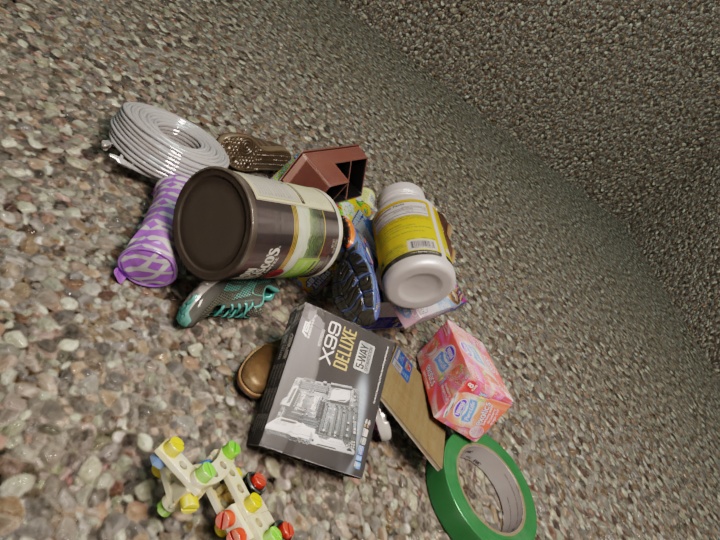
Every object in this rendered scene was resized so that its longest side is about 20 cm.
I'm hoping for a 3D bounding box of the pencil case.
[{"bbox_3d":[-0.294,-0.064,0.767,0.085,0.084,0.200,-4,40,0],"label":"pencil case"}]

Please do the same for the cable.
[{"bbox_3d":[-0.324,-0.214,0.884,0.200,0.069,0.200,25,24,-29],"label":"cable"}]

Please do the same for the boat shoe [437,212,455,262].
[{"bbox_3d":[0.126,-0.054,0.939,0.070,0.070,0.200,47,23,-19],"label":"boat shoe"}]

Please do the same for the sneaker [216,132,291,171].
[{"bbox_3d":[-0.232,-0.244,1.058,0.075,0.071,0.200,30,15,29],"label":"sneaker"}]

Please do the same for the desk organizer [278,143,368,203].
[{"bbox_3d":[-0.048,-0.172,0.938,0.077,0.072,0.200,51,32,6],"label":"desk organizer"}]

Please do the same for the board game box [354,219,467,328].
[{"bbox_3d":[0.094,-0.004,0.954,0.199,0.043,0.200,-11,66,-55],"label":"board game box"}]

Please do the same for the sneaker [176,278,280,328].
[{"bbox_3d":[-0.187,0.039,0.773,0.091,0.078,0.200,47,34,-2],"label":"sneaker"}]

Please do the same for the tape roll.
[{"bbox_3d":[0.198,0.363,0.840,0.200,0.048,0.201,29,35,-23],"label":"tape roll"}]

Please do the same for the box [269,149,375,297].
[{"bbox_3d":[-0.099,-0.094,0.969,0.193,0.122,0.200,38,33,-8],"label":"box"}]

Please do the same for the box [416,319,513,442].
[{"bbox_3d":[0.179,0.189,0.920,0.095,0.103,0.200,34,17,-14],"label":"box"}]

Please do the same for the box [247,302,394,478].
[{"bbox_3d":[-0.049,0.167,0.721,0.158,0.050,0.200,28,63,-23],"label":"box"}]

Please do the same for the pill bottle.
[{"bbox_3d":[0.079,-0.047,0.832,0.112,0.112,0.200,23,41,-29],"label":"pill bottle"}]

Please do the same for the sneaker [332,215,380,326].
[{"bbox_3d":[0.000,0.000,0.808,0.078,0.075,0.200,28,38,-43],"label":"sneaker"}]

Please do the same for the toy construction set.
[{"bbox_3d":[-0.143,0.268,0.538,0.200,0.092,0.131,67,14,20],"label":"toy construction set"}]

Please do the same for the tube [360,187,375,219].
[{"bbox_3d":[-0.002,-0.115,1.174,0.058,0.052,0.200,-1,41,8],"label":"tube"}]

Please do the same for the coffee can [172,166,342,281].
[{"bbox_3d":[-0.139,-0.060,0.737,0.147,0.146,0.200,56,26,19],"label":"coffee can"}]

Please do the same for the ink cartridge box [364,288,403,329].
[{"bbox_3d":[0.055,0.074,0.970,0.200,0.095,0.037,0,53,-47],"label":"ink cartridge box"}]

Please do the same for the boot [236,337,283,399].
[{"bbox_3d":[-0.102,0.120,0.768,0.074,0.075,0.200,51,34,8],"label":"boot"}]

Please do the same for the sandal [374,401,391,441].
[{"bbox_3d":[-0.006,0.177,0.825,0.050,0.083,0.203,-21,62,-8],"label":"sandal"}]

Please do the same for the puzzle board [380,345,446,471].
[{"bbox_3d":[0.089,0.221,0.858,0.151,0.017,0.200,51,17,-2],"label":"puzzle board"}]
